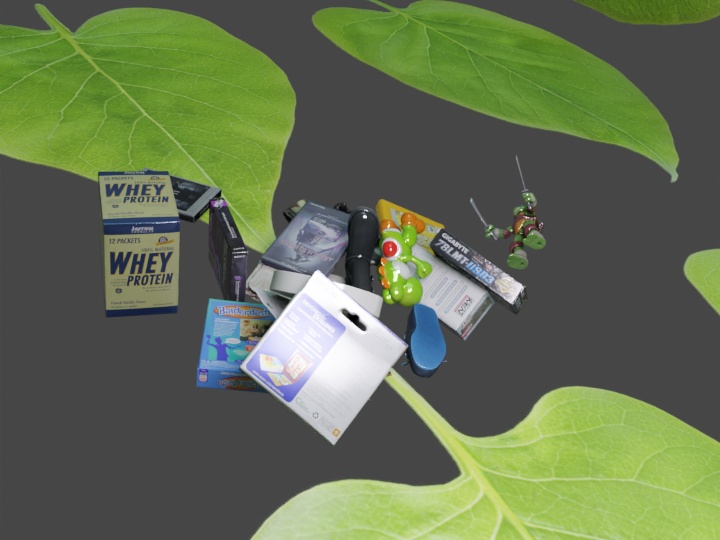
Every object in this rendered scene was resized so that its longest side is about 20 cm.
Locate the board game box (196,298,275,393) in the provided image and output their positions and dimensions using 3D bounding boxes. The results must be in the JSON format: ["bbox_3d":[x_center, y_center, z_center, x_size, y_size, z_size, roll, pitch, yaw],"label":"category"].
[{"bbox_3d":[-0.205,0.132,1.547,0.150,0.045,0.201,7,34,-7],"label":"board game box"}]

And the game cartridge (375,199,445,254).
[{"bbox_3d":[0.122,-0.066,1.902,0.175,0.033,0.201,21,28,-19],"label":"game cartridge"}]

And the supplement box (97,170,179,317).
[{"bbox_3d":[-0.417,-0.054,1.633,0.133,0.201,0.201,-3,34,-18],"label":"supplement box"}]

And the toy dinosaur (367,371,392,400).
[{"bbox_3d":[-0.012,0.178,1.534,0.198,0.061,0.106,-4,22,-24],"label":"toy dinosaur"}]

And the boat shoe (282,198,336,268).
[{"bbox_3d":[-0.110,-0.068,1.868,0.064,0.074,0.201,-25,49,-4],"label":"boat shoe"}]

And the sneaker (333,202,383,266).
[{"bbox_3d":[-0.002,-0.083,1.889,0.066,0.091,0.200,-20,43,-37],"label":"sneaker"}]

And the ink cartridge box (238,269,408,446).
[{"bbox_3d":[-0.059,0.139,1.398,0.197,0.047,0.201,40,76,-6],"label":"ink cartridge box"}]

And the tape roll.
[{"bbox_3d":[-0.058,0.042,1.513,0.201,0.037,0.203,15,-6,1],"label":"tape roll"}]

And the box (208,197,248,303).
[{"bbox_3d":[-0.259,-0.029,1.691,0.036,0.144,0.200,-7,36,-21],"label":"box"}]

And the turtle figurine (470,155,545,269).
[{"bbox_3d":[0.340,-0.111,1.980,0.143,0.201,0.195,-22,35,14],"label":"turtle figurine"}]

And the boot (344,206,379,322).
[{"bbox_3d":[0.000,0.001,1.671,0.065,0.166,0.201,5,41,-1],"label":"boot"}]

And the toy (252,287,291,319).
[{"bbox_3d":[-0.101,0.100,1.557,0.199,0.047,0.115,19,18,-39],"label":"toy"}]

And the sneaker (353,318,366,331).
[{"bbox_3d":[-0.072,0.116,1.460,0.198,0.092,0.066,-3,-7,-12],"label":"sneaker"}]

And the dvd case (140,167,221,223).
[{"bbox_3d":[-0.435,-0.171,1.973,0.198,0.025,0.151,16,33,9],"label":"dvd case"}]

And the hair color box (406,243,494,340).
[{"bbox_3d":[0.156,0.040,1.728,0.200,0.061,0.099,36,84,35],"label":"hair color box"}]

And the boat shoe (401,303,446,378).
[{"bbox_3d":[0.117,0.141,1.604,0.083,0.069,0.200,22,28,-3],"label":"boat shoe"}]

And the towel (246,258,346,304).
[{"bbox_3d":[-0.124,0.032,1.734,0.198,0.035,0.133,15,34,8],"label":"towel"}]

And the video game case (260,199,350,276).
[{"bbox_3d":[-0.094,-0.061,1.793,0.142,0.019,0.200,20,48,18],"label":"video game case"}]

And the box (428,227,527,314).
[{"bbox_3d":[0.236,0.006,1.722,0.199,0.050,0.198,36,1,16],"label":"box"}]

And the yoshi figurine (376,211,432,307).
[{"bbox_3d":[0.083,-0.008,1.711,0.111,0.113,0.201,11,53,-5],"label":"yoshi figurine"}]
